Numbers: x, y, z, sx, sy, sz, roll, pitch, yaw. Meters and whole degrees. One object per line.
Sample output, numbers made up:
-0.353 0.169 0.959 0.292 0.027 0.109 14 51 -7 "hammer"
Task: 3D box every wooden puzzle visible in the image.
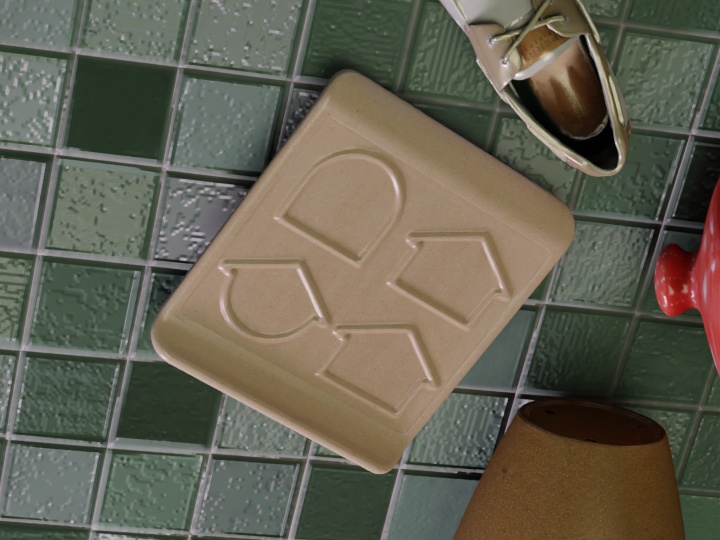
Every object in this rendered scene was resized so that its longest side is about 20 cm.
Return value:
0.000 0.000 1.383 0.185 0.046 0.200 30 104 -26 "wooden puzzle"

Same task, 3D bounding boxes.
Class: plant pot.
0.130 0.188 1.452 0.185 0.186 0.201 5 104 -15 "plant pot"

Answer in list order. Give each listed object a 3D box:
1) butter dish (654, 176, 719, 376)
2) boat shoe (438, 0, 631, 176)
0.246 0.004 1.380 0.147 0.200 0.201 -3 123 16 "butter dish"
0.096 -0.136 1.310 0.075 0.068 0.200 -36 120 8 "boat shoe"
